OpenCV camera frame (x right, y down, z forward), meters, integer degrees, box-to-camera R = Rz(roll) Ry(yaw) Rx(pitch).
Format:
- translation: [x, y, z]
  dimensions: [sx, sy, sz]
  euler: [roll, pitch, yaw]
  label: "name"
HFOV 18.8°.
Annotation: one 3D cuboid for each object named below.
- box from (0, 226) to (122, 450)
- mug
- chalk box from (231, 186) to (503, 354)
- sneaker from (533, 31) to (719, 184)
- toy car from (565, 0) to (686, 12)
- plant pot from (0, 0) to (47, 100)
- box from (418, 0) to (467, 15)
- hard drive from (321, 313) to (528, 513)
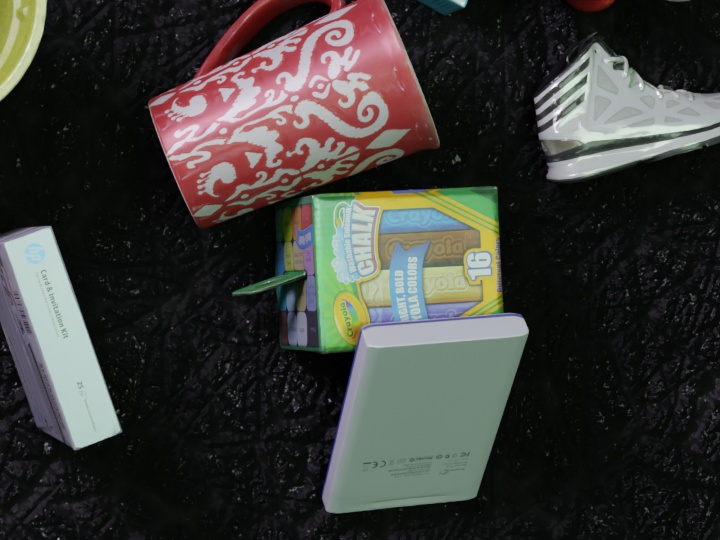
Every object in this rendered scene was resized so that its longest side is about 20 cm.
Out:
- translation: [-0.234, 0.047, 1.611]
  dimensions: [0.041, 0.200, 0.157]
  euler: [-20, 95, -16]
  label: "box"
- translation: [-0.057, -0.128, 1.710]
  dimensions: [0.199, 0.178, 0.134]
  euler: [-23, 118, 0]
  label: "mug"
- translation: [0.000, 0.000, 1.723]
  dimensions: [0.199, 0.125, 0.125]
  euler: [-2, 90, -18]
  label: "chalk box"
- translation: [0.238, -0.151, 1.821]
  dimensions: [0.199, 0.076, 0.116]
  euler: [-16, 96, -14]
  label: "sneaker"
- translation: [0.188, -0.283, 1.770]
  dimensions: [0.199, 0.176, 0.150]
  euler: [14, 130, -47]
  label: "toy car"
- translation: [-0.342, -0.191, 1.589]
  dimensions: [0.199, 0.184, 0.202]
  euler: [0, 89, -17]
  label: "plant pot"
- translation: [0.009, -0.291, 1.767]
  dimensions: [0.199, 0.049, 0.083]
  euler: [26, 82, -15]
  label: "box"
- translation: [0.048, 0.115, 1.717]
  dimensions: [0.131, 0.201, 0.025]
  euler: [-4, 47, -17]
  label: "hard drive"
